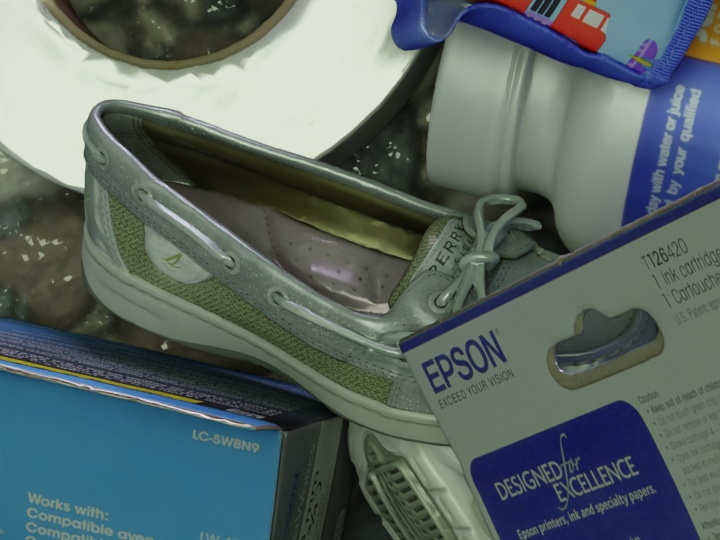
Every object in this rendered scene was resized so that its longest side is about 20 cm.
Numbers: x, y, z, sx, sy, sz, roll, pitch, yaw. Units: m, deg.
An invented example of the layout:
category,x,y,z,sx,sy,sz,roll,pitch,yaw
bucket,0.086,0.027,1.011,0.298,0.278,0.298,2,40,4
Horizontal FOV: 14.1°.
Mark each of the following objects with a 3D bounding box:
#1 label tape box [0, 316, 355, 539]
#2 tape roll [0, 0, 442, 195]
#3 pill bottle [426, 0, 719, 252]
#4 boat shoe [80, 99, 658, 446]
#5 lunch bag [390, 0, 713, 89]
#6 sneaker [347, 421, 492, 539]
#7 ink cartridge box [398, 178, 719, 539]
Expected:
category,x,y,z,sx,sy,sz,roll,pitch,yaw
label tape box,-0.087,0.059,0.915,0.144,0.200,0.063,12,92,9
tape roll,-0.062,-0.119,1.007,0.202,0.037,0.203,0,87,8
pill bottle,0.127,-0.046,0.936,0.199,0.112,0.112,14,88,9
boat shoe,0.000,-0.001,0.921,0.202,0.065,0.074,19,44,22
lunch bag,0.052,-0.157,0.852,0.150,0.094,0.200,23,79,-24
sneaker,0.086,0.105,0.952,0.099,0.078,0.200,-33,95,-22
ink cartridge box,0.111,0.081,0.798,0.047,0.198,0.200,-21,86,-31
